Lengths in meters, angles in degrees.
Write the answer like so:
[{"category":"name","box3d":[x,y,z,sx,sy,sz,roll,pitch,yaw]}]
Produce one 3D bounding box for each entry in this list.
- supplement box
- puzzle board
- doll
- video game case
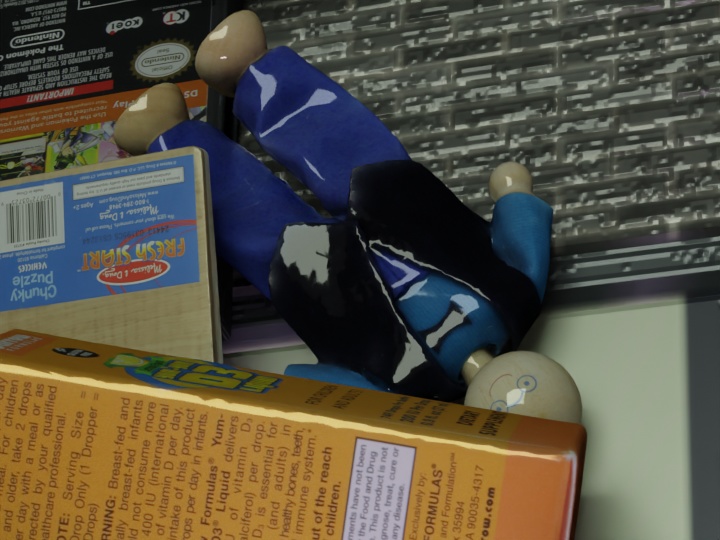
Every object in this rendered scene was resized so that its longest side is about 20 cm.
[{"category":"supplement box","box3d":[-0.031,0.067,0.768,0.199,0.067,0.069,7,95,7]},{"category":"puzzle board","box3d":[-0.137,0.046,0.861,0.199,0.017,0.152,-9,76,21]},{"category":"doll","box3d":[0.000,0.000,0.845,0.136,0.049,0.200,-42,64,-11]},{"category":"video game case","box3d":[-0.144,-0.041,0.946,0.199,0.026,0.181,-9,57,14]}]
